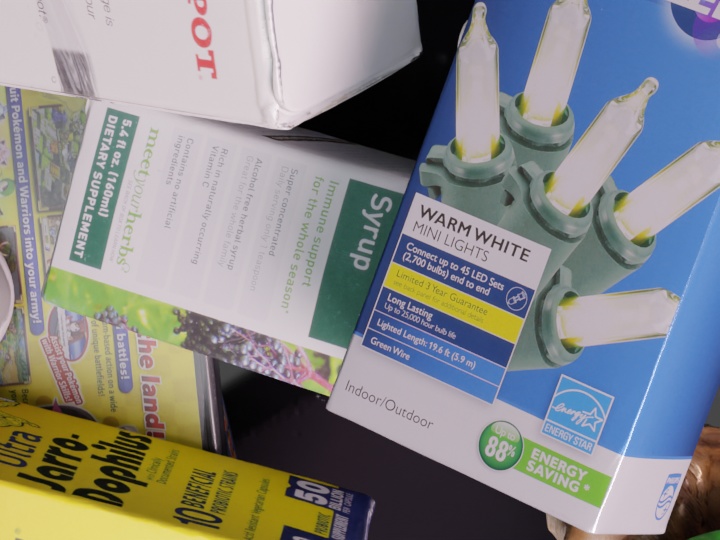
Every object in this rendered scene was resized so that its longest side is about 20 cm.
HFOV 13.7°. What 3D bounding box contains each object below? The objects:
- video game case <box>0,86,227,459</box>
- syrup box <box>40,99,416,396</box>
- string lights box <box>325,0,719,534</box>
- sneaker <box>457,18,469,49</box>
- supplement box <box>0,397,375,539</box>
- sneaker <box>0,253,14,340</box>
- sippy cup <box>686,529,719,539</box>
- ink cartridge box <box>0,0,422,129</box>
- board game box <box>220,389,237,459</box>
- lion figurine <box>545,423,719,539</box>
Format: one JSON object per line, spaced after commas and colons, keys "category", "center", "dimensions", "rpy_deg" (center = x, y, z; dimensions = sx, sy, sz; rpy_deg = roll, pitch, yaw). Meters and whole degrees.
{"category": "video game case", "center": [-0.146, 0.012, 1.124], "dimensions": [0.180, 0.026, 0.200], "rpy_deg": [-5, 96, 3]}
{"category": "syrup box", "center": [0.000, 0.000, 1.029], "dimensions": [0.200, 0.081, 0.079], "rpy_deg": [17, 97, 24]}
{"category": "string lights box", "center": [0.076, -0.030, 0.919], "dimensions": [0.103, 0.059, 0.200], "rpy_deg": [23, 97, 28]}
{"category": "sneaker", "center": [0.135, -0.065, 1.010], "dimensions": [0.200, 0.073, 0.114], "rpy_deg": [13, 152, -36]}
{"category": "supplement box", "center": [-0.105, 0.117, 1.067], "dimensions": [0.200, 0.109, 0.110], "rpy_deg": [15, 101, -1]}
{"category": "sneaker", "center": [-0.215, -0.020, 1.063], "dimensions": [0.200, 0.082, 0.075], "rpy_deg": [30, 98, -12]}
{"category": "sippy cup", "center": [0.151, 0.183, 1.080], "dimensions": [0.139, 0.130, 0.178], "rpy_deg": [-1, 132, 12]}
{"category": "ink cartridge box", "center": [-0.085, -0.138, 1.017], "dimensions": [0.200, 0.085, 0.146], "rpy_deg": [12, 119, 38]}
{"category": "board game box", "center": [-0.117, 0.072, 1.161], "dimensions": [0.135, 0.034, 0.200], "rpy_deg": [-14, 97, 4]}
{"category": "lion figurine", "center": [0.173, 0.095, 1.137], "dimensions": [0.200, 0.073, 0.123], "rpy_deg": [-12, 116, 12]}
